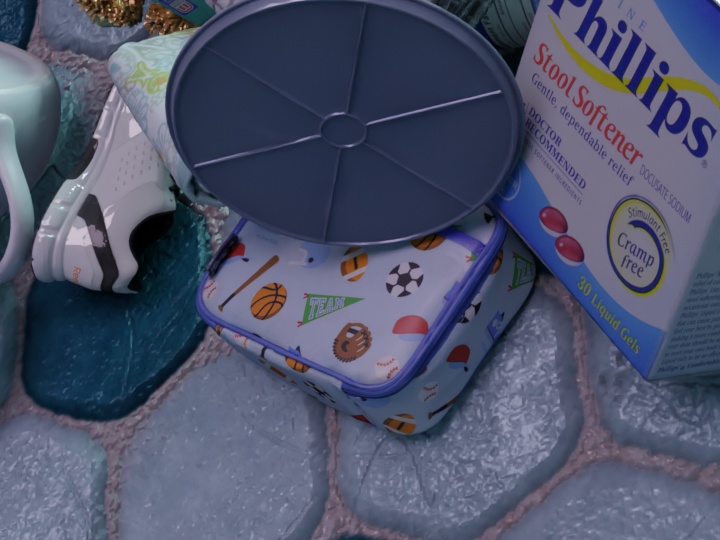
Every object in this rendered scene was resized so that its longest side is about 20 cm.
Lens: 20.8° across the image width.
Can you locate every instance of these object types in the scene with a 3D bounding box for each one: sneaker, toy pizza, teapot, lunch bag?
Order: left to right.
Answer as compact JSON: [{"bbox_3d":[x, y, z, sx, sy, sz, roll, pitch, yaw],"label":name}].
[{"bbox_3d":[-0.308,-0.083,1.405,0.196,0.200,0.147,11,108,1],"label":"teapot"},{"bbox_3d":[-0.152,-0.068,1.354,0.080,0.074,0.201,18,66,9],"label":"sneaker"},{"bbox_3d":[-0.008,-0.088,1.084,0.199,0.200,0.032,-17,44,24],"label":"toy pizza"},{"bbox_3d":[0.000,0.000,1.199,0.199,0.076,0.161,25,76,39],"label":"lunch bag"}]

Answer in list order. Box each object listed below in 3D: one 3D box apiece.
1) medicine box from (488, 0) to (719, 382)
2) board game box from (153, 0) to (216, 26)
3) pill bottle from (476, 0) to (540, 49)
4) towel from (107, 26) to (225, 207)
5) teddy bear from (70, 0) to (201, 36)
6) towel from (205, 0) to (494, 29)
[{"bbox_3d":[0.172,-0.077,1.046,0.182,0.102,0.201,53,139,42],"label":"medicine box"},{"bbox_3d":[-0.066,-0.282,1.320,0.152,0.045,0.201,-24,48,44],"label":"board game box"},{"bbox_3d":[0.106,-0.193,1.191,0.199,0.112,0.113,-2,62,26],"label":"pill bottle"},{"bbox_3d":[-0.042,-0.111,1.235,0.199,0.048,0.171,-14,32,-17],"label":"towel"},{"bbox_3d":[-0.135,-0.243,1.404,0.144,0.067,0.200,24,58,15],"label":"teddy bear"},{"bbox_3d":[0.009,-0.199,1.137,0.166,0.085,0.201,43,118,26],"label":"towel"}]
